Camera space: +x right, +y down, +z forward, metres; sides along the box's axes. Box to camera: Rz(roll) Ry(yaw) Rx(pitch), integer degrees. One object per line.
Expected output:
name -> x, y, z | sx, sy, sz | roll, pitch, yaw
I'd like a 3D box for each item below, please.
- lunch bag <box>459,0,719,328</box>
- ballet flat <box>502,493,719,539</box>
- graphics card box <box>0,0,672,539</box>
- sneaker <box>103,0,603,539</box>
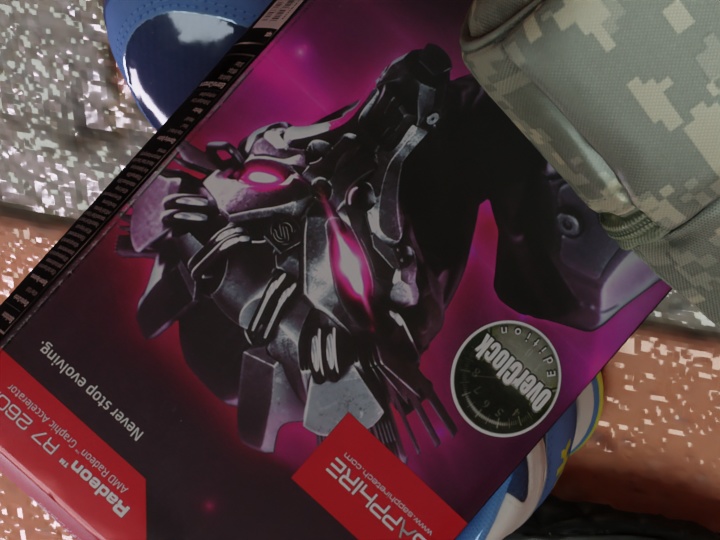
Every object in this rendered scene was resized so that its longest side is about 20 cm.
lunch bag -> 0.145, -0.062, 0.657 | 0.168, 0.139, 0.200 | 47, 125, -8
ballet flat -> 0.057, 0.089, 0.886 | 0.199, 0.057, 0.067 | 12, 118, 5
graphics card box -> 0.000, 0.000, 0.749 | 0.125, 0.200, 0.051 | 44, 172, -12
sneaker -> -0.004, -0.003, 0.809 | 0.074, 0.082, 0.200 | -24, 113, 37
